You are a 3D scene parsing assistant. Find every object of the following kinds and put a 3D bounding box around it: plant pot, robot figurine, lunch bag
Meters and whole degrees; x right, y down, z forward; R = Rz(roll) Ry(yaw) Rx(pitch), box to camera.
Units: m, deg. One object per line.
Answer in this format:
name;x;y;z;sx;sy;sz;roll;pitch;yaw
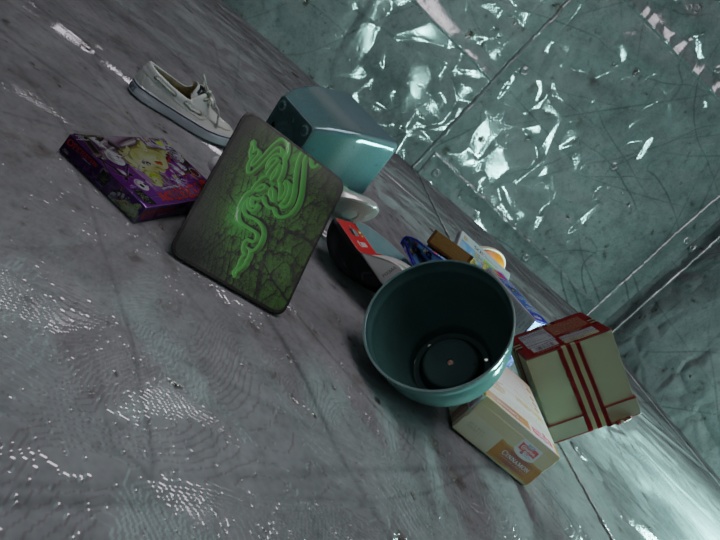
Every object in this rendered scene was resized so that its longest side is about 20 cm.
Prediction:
plant pot;0.116;0.105;0.848;0.200;0.200;0.134;57;-6;40
plant pot;-0.091;-0.253;1.236;0.200;0.196;0.196;5;41;-53
robot figurine;-0.134;-0.086;0.823;0.170;0.113;0.200;47;16;10
lunch bag;0.167;0.008;1.307;0.200;0.094;0.151;54;10;35

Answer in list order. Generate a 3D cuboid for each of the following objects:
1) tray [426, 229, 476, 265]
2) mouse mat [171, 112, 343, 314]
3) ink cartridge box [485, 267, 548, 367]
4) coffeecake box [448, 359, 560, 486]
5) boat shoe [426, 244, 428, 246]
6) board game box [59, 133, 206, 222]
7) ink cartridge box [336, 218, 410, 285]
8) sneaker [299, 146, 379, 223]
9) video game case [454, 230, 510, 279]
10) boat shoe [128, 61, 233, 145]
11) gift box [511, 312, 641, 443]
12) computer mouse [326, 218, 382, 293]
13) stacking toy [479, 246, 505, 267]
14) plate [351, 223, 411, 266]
tray;0.204;-0.027;1.349;0.099;0.037;0.200;38;0;16
mouse mat;-0.115;-0.067;0.738;0.161;0.200;0.008;33;-20;-29
ink cartridge box;0.307;0.113;1.328;0.076;0.137;0.200;18;30;-46
coffeecake box;0.210;0.211;0.964;0.153;0.073;0.200;41;16;-12
boat shoe;0.219;0.006;1.528;0.200;0.062;0.075;54;19;27
board game box;-0.261;-0.118;0.765;0.120;0.032;0.200;47;16;0
ink cartridge box;0.048;-0.014;1.039;0.200;0.050;0.161;57;9;5
sneaker;-0.060;-0.159;1.111;0.200;0.074;0.118;12;54;-20
video game case;0.284;0.024;1.506;0.182;0.022;0.200;39;47;-15
boat shoe;-0.281;-0.290;1.041;0.202;0.086;0.075;28;22;-42
gift box;0.379;0.206;1.118;0.200;0.184;0.187;-65;134;-79
computer mouse;0.000;0.000;1.054;0.200;0.053;0.139;51;11;-19
stacking toy;0.323;0.048;1.609;0.146;0.146;0.200;33;36;-32
plate;0.050;-0.024;1.268;0.200;0.026;0.200;38;17;-14
